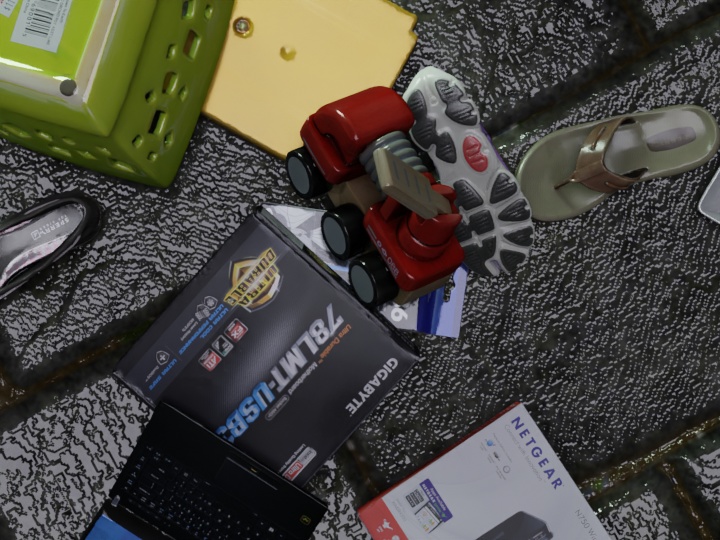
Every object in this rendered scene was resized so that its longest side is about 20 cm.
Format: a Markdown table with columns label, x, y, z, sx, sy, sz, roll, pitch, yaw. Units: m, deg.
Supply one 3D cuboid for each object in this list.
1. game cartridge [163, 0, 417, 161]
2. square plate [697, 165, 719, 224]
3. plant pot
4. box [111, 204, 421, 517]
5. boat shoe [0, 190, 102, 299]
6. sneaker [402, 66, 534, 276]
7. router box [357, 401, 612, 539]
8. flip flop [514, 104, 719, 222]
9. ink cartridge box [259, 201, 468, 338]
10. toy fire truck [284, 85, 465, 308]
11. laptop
| label | x | y | z | sx | sy | sz | roll | pitch | yaw |
| --- | --- | --- | --- | --- | --- | --- | --- | --- | --- |
| game cartridge | -0.066 | -0.198 | 1.663 | 0.199 | 0.032 | 0.177 | 29 | 87 | -2 |
| square plate | 0.438 | -0.090 | 1.662 | 0.199 | 0.028 | 0.199 | 30 | 88 | 1 |
| plant pot | -0.244 | -0.203 | 1.567 | 0.198 | 0.181 | 0.201 | 17 | 85 | 14 |
| box | -0.083 | 0.080 | 1.612 | 0.198 | 0.050 | 0.200 | 43 | 99 | -4 |
| boat shoe | -0.324 | -0.012 | 1.634 | 0.199 | 0.057 | 0.067 | -31 | 88 | -2 |
| sneaker | 0.103 | -0.093 | 1.639 | 0.080 | 0.083 | 0.201 | -18 | 103 | 13 |
| router box | 0.123 | 0.249 | 1.630 | 0.179 | 0.049 | 0.201 | -34 | 88 | -2 |
| flip flop | 0.233 | -0.102 | 1.645 | 0.199 | 0.058 | 0.082 | -16 | 87 | -2 |
| ink cartridge box | 0.000 | 0.000 | 1.648 | 0.198 | 0.039 | 0.100 | 7 | 86 | -1 |
| toy fire truck | 0.021 | -0.080 | 1.524 | 0.128 | 0.200 | 0.177 | -22 | 74 | -27 |
| laptop | -0.157 | 0.251 | 1.595 | 0.177 | 0.103 | 0.201 | 32 | 121 | 0 |
